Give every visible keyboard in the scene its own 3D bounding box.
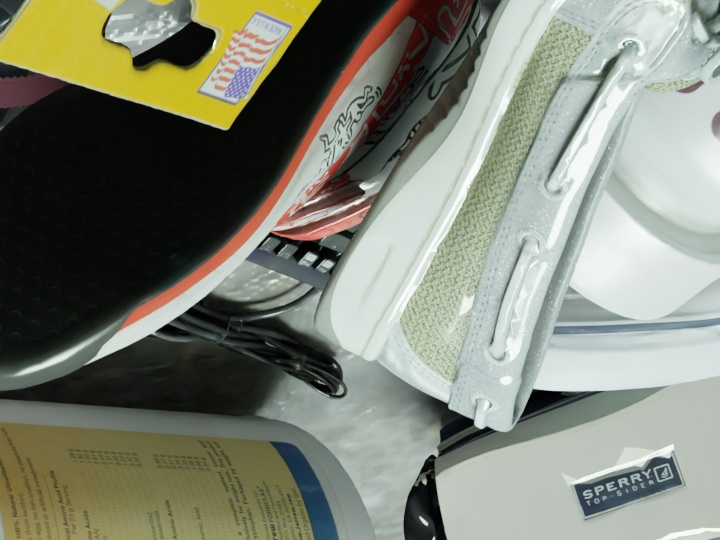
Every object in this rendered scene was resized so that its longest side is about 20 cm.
[{"bbox_3d":[0.000,0.000,0.923,0.127,0.021,0.200,-38,142,27],"label":"keyboard"}]

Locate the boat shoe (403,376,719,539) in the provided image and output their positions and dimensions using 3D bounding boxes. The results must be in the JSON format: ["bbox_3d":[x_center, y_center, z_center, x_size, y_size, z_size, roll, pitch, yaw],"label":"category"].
[{"bbox_3d":[0.112,0.056,0.996,0.199,0.075,0.093,-13,-169,5],"label":"boat shoe"}]

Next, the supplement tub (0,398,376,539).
[{"bbox_3d":[-0.108,0.114,0.919,0.199,0.145,0.145,6,140,-34],"label":"supplement tub"}]

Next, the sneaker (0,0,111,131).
[{"bbox_3d":[-0.091,-0.074,0.743,0.082,0.070,0.200,-17,154,-50],"label":"sneaker"}]

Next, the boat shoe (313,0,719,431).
[{"bbox_3d":[0.059,-0.045,0.718,0.065,0.074,0.202,34,120,1],"label":"boat shoe"}]

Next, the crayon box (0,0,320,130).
[{"bbox_3d":[-0.009,-0.130,0.601,0.200,0.052,0.126,-53,162,9],"label":"crayon box"}]

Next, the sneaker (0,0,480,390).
[{"bbox_3d":[-0.035,-0.024,0.759,0.201,0.067,0.108,-49,161,-22],"label":"sneaker"}]

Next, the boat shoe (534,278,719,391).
[{"bbox_3d":[0.125,-0.013,0.936,0.199,0.074,0.067,-13,108,-26],"label":"boat shoe"}]

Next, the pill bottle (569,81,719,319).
[{"bbox_3d":[0.127,-0.079,0.788,0.109,0.110,0.200,17,133,-43],"label":"pill bottle"}]
